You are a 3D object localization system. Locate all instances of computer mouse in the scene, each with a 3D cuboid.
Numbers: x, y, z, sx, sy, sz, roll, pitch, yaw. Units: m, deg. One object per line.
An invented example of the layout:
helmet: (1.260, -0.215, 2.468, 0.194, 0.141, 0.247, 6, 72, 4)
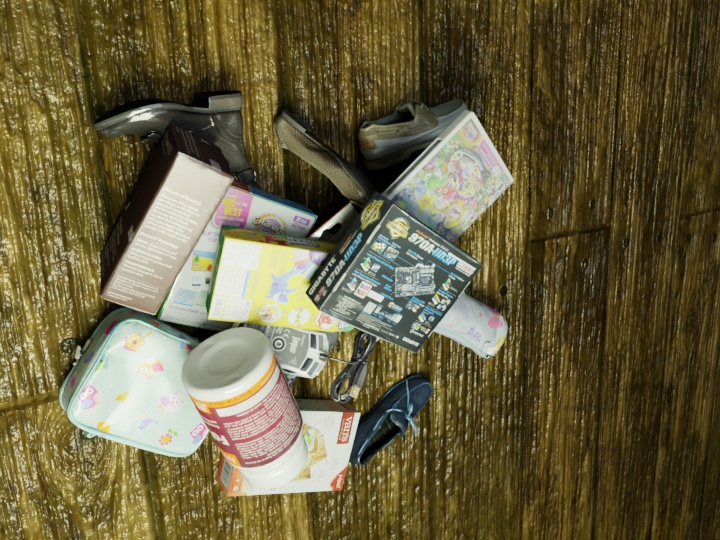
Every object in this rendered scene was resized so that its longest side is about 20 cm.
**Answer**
computer mouse: (-0.083, 0.109, 0.831, 0.200, 0.044, 0.110, 19, 80, -10)

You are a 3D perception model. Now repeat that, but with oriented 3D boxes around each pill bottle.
pill bottle: (-0.140, 0.182, 0.766, 0.114, 0.114, 0.200, -32, 128, -22)

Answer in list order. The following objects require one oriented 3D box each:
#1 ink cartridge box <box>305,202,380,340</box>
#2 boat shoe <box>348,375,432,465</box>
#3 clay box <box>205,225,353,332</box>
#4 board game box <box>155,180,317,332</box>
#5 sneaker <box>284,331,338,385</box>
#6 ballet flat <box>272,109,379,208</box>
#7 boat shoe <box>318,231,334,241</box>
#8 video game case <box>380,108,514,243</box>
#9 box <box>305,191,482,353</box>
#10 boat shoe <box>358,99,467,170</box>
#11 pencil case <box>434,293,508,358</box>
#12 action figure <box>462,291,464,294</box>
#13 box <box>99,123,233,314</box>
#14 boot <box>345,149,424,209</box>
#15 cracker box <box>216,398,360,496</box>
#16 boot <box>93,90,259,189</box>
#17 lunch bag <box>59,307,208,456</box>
ink cartridge box: (0.000, 0.000, 0.858, 0.109, 0.050, 0.200, -39, 117, 4)
boat shoe: (0.057, 0.264, 1.016, 0.200, 0.069, 0.084, -42, 120, -18)
clay box: (-0.092, 0.015, 0.781, 0.200, 0.048, 0.115, 8, 112, -23)
board game box: (-0.167, -0.013, 0.797, 0.153, 0.040, 0.200, 18, 106, -36)
sneaker: (-0.075, 0.120, 0.901, 0.088, 0.074, 0.200, 35, 81, -38)
ballet flat: (-0.048, -0.143, 0.818, 0.200, 0.067, 0.046, 42, 105, 8)
boat shoe: (0.013, -0.014, 0.932, 0.200, 0.072, 0.068, 29, 50, -21)
video game case: (0.105, -0.094, 0.792, 0.200, 0.018, 0.143, -45, 132, 1)
box: (0.049, 0.011, 0.782, 0.200, 0.046, 0.159, 27, 102, -40)
boat shoe: (0.086, -0.227, 0.921, 0.200, 0.075, 0.068, -32, 121, -22)
pencil case: (0.167, 0.084, 1.036, 0.200, 0.083, 0.091, 29, 63, -33)
action figure: (0.089, -0.033, 0.906, 0.055, 0.118, 0.200, -52, 144, 9)
box: (-0.234, -0.059, 0.703, 0.075, 0.100, 0.200, 26, 107, -34)
boot: (0.096, -0.128, 0.894, 0.200, 0.168, 0.077, -21, 113, -27)
cracker box: (-0.108, 0.270, 0.920, 0.200, 0.058, 0.134, 10, 96, -34)
boot: (-0.218, -0.131, 0.759, 0.200, 0.069, 0.174, -14, 116, -22)
lunch bag: (-0.275, 0.150, 0.772, 0.200, 0.077, 0.161, 35, 82, -37)
